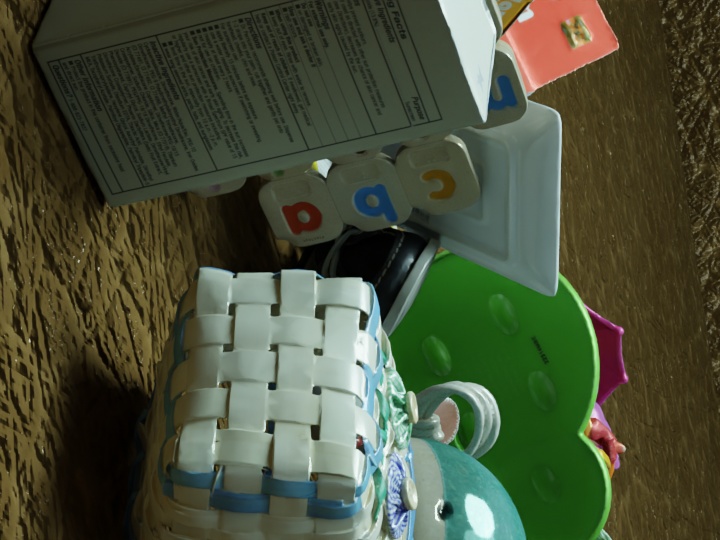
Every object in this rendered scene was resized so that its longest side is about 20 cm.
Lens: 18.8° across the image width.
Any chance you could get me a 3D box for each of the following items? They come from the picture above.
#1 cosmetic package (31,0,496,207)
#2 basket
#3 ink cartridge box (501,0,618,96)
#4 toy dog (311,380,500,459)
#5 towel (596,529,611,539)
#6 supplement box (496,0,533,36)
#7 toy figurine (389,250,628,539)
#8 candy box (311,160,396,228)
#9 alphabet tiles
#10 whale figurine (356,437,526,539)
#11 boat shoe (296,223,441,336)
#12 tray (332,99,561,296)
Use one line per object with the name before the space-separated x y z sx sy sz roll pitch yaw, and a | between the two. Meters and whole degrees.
cosmetic package | -0.044 -0.112 1.052 0.088 0.198 0.104 -78 152 -52
basket | -0.043 0.111 1.039 0.201 0.138 0.177 102 -7 -50
ink cartridge box | 0.053 -0.176 1.397 0.163 0.199 0.057 63 -9 2
toy dog | 0.018 0.119 1.259 0.096 0.131 0.202 -64 159 -61
towel | 0.103 0.132 1.511 0.200 0.023 0.153 40 -6 30
supplement box | 0.034 -0.205 1.195 0.073 0.126 0.201 13 53 -24
toy figurine | 0.124 0.084 1.384 0.201 0.150 0.184 62 22 15
candy box | -0.011 -0.045 1.427 0.200 0.026 0.103 55 18 -56
alphabet tiles | -0.018 -0.098 1.136 0.015 0.198 0.196 -86 158 -49
whale figurine | 0.022 0.173 1.158 0.200 0.103 0.160 120 -26 -51
boat shoe | 0.000 0.000 1.275 0.060 0.074 0.200 34 -2 -5
tray | 0.040 -0.061 1.234 0.022 0.199 0.108 -18 118 -33
